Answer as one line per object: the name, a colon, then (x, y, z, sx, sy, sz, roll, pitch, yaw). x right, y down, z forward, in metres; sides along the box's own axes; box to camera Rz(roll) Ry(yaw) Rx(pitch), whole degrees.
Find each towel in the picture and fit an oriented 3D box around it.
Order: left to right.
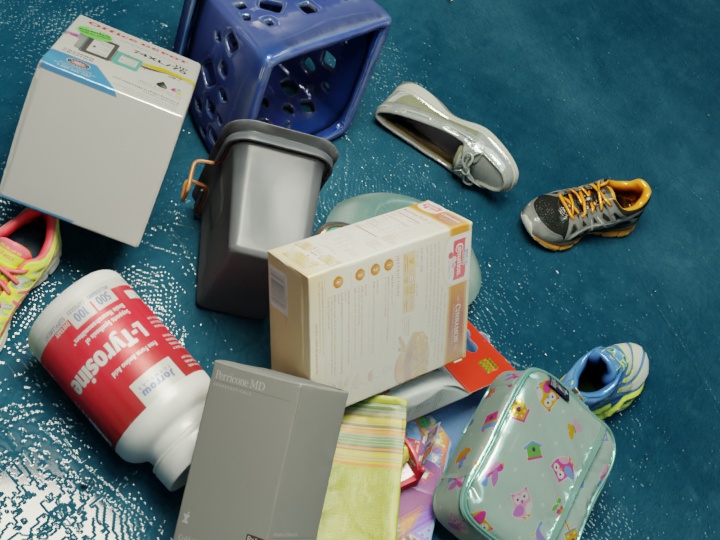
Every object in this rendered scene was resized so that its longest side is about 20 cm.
towel: (-0.004, 0.209, 1.083, 0.085, 0.018, 0.203, 2, 59, 6)

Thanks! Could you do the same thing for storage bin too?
storage bin: (-0.118, -0.045, 1.196, 0.143, 0.200, 0.136, 13, 62, -17)

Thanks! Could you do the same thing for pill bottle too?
pill bottle: (-0.213, 0.106, 1.090, 0.200, 0.113, 0.112, 46, 51, 10)

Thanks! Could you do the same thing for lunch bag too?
lunch bag: (0.179, 0.211, 1.197, 0.160, 0.077, 0.201, 40, 64, -14)

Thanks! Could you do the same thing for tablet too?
tablet: (0.096, 0.149, 1.275, 0.128, 0.014, 0.203, 10, 54, -19)

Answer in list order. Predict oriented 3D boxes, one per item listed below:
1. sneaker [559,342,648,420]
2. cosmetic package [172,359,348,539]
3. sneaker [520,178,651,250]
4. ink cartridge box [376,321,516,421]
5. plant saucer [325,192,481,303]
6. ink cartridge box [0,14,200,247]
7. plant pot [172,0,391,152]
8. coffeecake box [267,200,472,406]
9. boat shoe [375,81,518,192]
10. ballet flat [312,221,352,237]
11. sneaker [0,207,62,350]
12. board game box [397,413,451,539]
sneaker: (0.289, 0.124, 1.325, 0.199, 0.105, 0.076, -30, 73, -37)
cosmetic package: (-0.091, 0.189, 1.015, 0.090, 0.105, 0.204, 14, 85, -57)
sneaker: (0.293, -0.083, 1.490, 0.197, 0.077, 0.079, -12, 65, -30)
ink cartridge box: (0.053, 0.079, 1.243, 0.198, 0.051, 0.162, -20, 49, -29)
plant saucer: (0.057, -0.034, 1.337, 0.198, 0.039, 0.203, 15, 40, -13)
ink cartridge box: (-0.260, -0.148, 1.174, 0.145, 0.148, 0.201, 20, 22, -12)
plant pot: (-0.108, -0.257, 1.341, 0.199, 0.201, 0.180, -26, 66, -36)
coffeecake box: (0.012, 0.035, 1.120, 0.198, 0.156, 0.073, -18, 32, -33)
boat shoe: (0.111, -0.160, 1.460, 0.201, 0.075, 0.065, 39, 56, 9)
ballet flat: (0.000, 0.000, 1.192, 0.199, 0.072, 0.074, 30, 42, -45)
sneaker: (-0.354, 0.008, 1.105, 0.077, 0.090, 0.202, 29, 51, -6)
board game box: (0.015, 0.198, 1.172, 0.156, 0.039, 0.202, 21, 52, -4)
